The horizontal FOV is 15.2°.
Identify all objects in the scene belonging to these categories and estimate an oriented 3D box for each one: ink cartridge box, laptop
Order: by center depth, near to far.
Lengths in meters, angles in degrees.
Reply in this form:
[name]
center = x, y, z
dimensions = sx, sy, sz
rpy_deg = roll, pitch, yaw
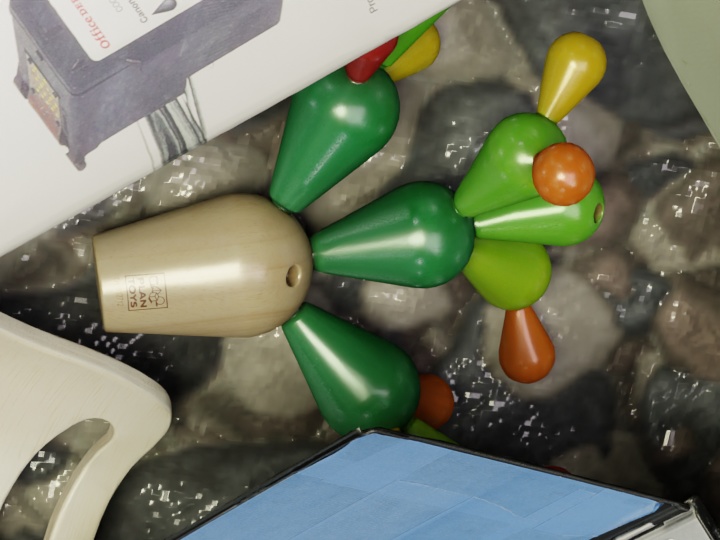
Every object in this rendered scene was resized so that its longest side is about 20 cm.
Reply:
[ink cartridge box]
center = -0.071, -0.092, 0.753
dimensions = 0.199, 0.145, 0.085
rpy_deg = -29, 115, -9
[laptop]
center = 0.022, 0.146, 0.802
dimensions = 0.116, 0.187, 0.201
rpy_deg = -31, 89, -51

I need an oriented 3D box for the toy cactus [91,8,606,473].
[toy cactus]
center = 0.000, 0.000, 0.849
dimensions = 0.164, 0.102, 0.201
rpy_deg = -8, 119, -7

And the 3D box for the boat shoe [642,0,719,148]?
[boat shoe]
center = 0.149, -0.078, 0.890
dimensions = 0.071, 0.070, 0.201
rpy_deg = -39, 115, -28

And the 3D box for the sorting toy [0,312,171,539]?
[sorting toy]
center = -0.150, 0.080, 0.815
dimensions = 0.179, 0.107, 0.201
rpy_deg = 11, 104, -30
